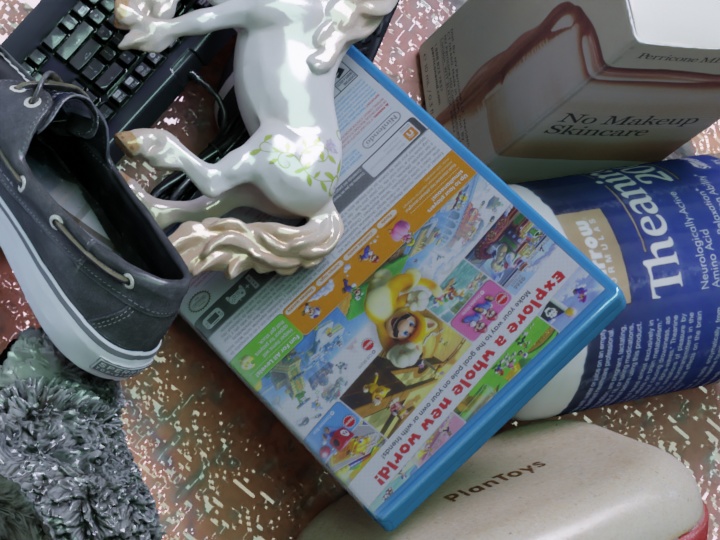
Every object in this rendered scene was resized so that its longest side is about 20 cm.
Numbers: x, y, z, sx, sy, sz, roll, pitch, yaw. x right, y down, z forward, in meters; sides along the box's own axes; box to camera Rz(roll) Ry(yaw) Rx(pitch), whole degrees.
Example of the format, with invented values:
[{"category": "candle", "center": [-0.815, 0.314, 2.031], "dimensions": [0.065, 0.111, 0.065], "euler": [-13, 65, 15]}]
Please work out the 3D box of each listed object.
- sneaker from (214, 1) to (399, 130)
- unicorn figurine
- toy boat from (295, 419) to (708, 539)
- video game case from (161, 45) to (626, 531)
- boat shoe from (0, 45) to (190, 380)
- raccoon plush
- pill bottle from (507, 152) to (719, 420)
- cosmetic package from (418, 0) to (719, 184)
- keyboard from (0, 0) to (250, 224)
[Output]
[{"category": "sneaker", "center": [-0.026, -0.147, 1.210], "dimensions": [0.083, 0.072, 0.200], "euler": [21, 69, 28]}, {"category": "unicorn figurine", "center": [-0.040, -0.093, 1.096], "dimensions": [0.137, 0.074, 0.200], "euler": [-1, 96, -4]}, {"category": "toy boat", "center": [0.061, 0.156, 1.115], "dimensions": [0.200, 0.131, 0.131], "euler": [-19, 110, -27]}, {"category": "video game case", "center": [0.000, 0.000, 1.100], "dimensions": [0.143, 0.018, 0.200], "euler": [-43, 59, -4]}, {"category": "boat shoe", "center": [-0.133, -0.048, 1.057], "dimensions": [0.070, 0.066, 0.200], "euler": [4, 46, -47]}, {"category": "raccoon plush", "center": [-0.097, 0.099, 1.046], "dimensions": [0.200, 0.097, 0.134], "euler": [37, 42, 8]}, {"category": "pill bottle", "center": [0.105, 0.009, 1.174], "dimensions": [0.200, 0.111, 0.111], "euler": [-10, 76, -26]}, {"category": "cosmetic package", "center": [0.116, -0.105, 1.167], "dimensions": [0.103, 0.200, 0.087], "euler": [-1, 71, -23]}, {"category": "keyboard", "center": [-0.086, -0.099, 1.135], "dimensions": [0.127, 0.021, 0.200], "euler": [40, 81, 8]}]
